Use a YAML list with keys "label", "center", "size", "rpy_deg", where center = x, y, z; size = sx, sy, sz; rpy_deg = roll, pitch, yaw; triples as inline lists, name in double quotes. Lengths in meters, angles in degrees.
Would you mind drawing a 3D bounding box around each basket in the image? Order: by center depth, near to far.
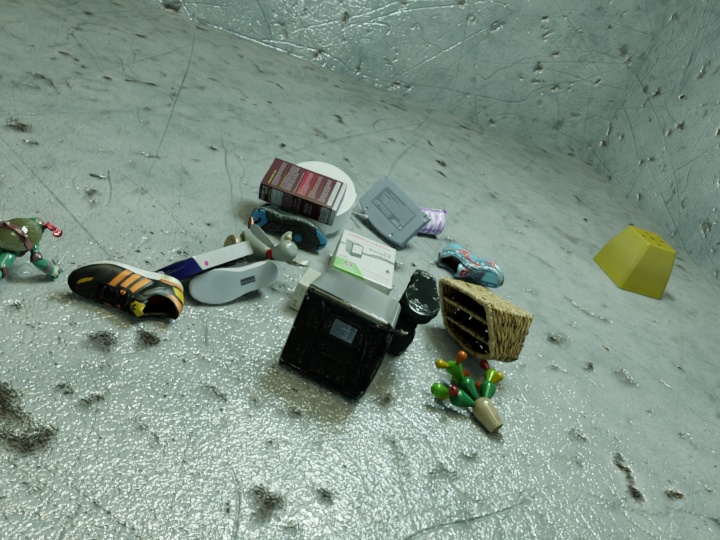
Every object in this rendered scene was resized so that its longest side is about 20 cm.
- label: "basket"
  center: [0.255, 0.116, 1.396]
  size: [0.148, 0.144, 0.200]
  rpy_deg: [15, 11, -31]

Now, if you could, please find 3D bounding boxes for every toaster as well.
- label: "toaster"
  center: [-0.028, 0.118, 1.145]
  size: [0.198, 0.182, 0.119]
  rpy_deg: [25, 26, 4]

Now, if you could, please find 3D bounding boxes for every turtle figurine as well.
- label: "turtle figurine"
  center: [-0.595, -0.039, 1.063]
  size: [0.148, 0.101, 0.200]
  rpy_deg: [27, 33, 4]

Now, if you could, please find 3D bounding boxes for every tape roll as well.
- label: "tape roll"
  center: [-0.114, -0.193, 1.654]
  size: [0.200, 0.071, 0.204]
  rpy_deg: [7, 52, -9]

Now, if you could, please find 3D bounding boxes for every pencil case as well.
- label: "pencil case"
  center: [0.167, -0.160, 1.884]
  size: [0.198, 0.086, 0.084]
  rpy_deg: [6, 37, -29]

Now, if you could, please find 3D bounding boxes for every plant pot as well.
- label: "plant pot"
  center: [1.004, -0.042, 2.248]
  size: [0.198, 0.178, 0.201]
  rpy_deg: [14, 29, -19]

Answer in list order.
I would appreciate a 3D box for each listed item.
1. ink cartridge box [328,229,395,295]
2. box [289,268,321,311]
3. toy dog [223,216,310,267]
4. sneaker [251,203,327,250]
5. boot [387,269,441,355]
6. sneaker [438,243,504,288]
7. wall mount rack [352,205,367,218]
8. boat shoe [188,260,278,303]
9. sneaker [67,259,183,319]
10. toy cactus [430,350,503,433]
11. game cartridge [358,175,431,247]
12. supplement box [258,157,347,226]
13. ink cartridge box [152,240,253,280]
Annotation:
- label: "ink cartridge box"
  center: [0.000, 0.000, 1.475]
  size: [0.144, 0.085, 0.201]
  rpy_deg: [22, 28, -5]
- label: "box"
  center: [-0.043, 0.077, 1.325]
  size: [0.198, 0.069, 0.082]
  rpy_deg: [27, 28, 4]
- label: "toy dog"
  center: [-0.203, -0.068, 1.343]
  size: [0.198, 0.098, 0.132]
  rpy_deg: [6, -4, 25]
- label: "sneaker"
  center: [-0.168, -0.118, 1.556]
  size: [0.198, 0.074, 0.082]
  rpy_deg: [26, 26, 1]
- label: "boot"
  center: [0.097, 0.107, 1.274]
  size: [0.076, 0.170, 0.200]
  rpy_deg: [23, 23, -2]
- label: "sneaker"
  center: [0.301, 0.003, 1.740]
  size: [0.199, 0.080, 0.095]
  rpy_deg: [28, 36, 25]
- label: "wall mount rack"
  center: [-0.072, -0.200, 1.778]
  size: [0.198, 0.075, 0.175]
  rpy_deg: [-1, 56, -37]
- label: "boat shoe"
  center: [-0.263, 0.016, 1.266]
  size: [0.199, 0.071, 0.066]
  rpy_deg: [-20, 20, -38]
- label: "sneaker"
  center: [-0.407, 0.040, 1.096]
  size: [0.198, 0.071, 0.090]
  rpy_deg: [12, 27, -27]
- label: "toy cactus"
  center: [0.233, 0.242, 1.254]
  size: [0.199, 0.102, 0.166]
  rpy_deg: [6, 42, -50]
- label: "game cartridge"
  center: [0.091, -0.166, 1.785]
  size: [0.200, 0.133, 0.041]
  rpy_deg: [49, -2, 26]
- label: "supplement box"
  center: [-0.144, -0.198, 1.566]
  size: [0.198, 0.061, 0.110]
  rpy_deg: [21, 49, 1]
- label: "ink cartridge box"
  center: [-0.310, -0.015, 1.239]
  size: [0.199, 0.094, 0.038]
  rpy_deg: [-21, 92, -58]
